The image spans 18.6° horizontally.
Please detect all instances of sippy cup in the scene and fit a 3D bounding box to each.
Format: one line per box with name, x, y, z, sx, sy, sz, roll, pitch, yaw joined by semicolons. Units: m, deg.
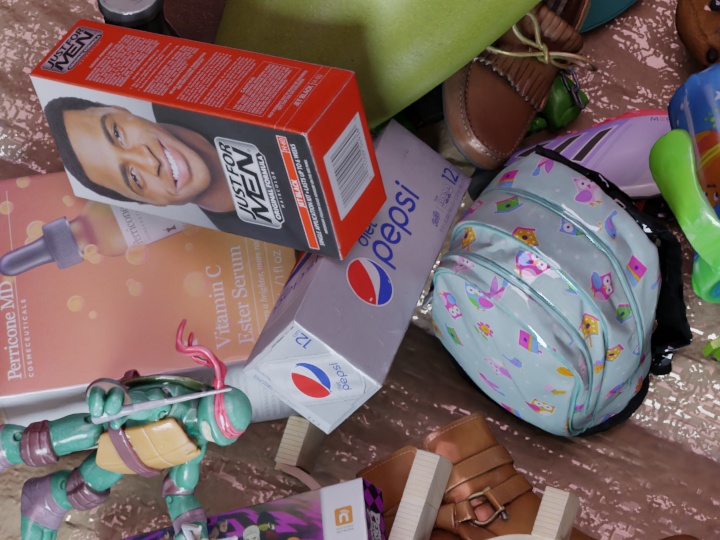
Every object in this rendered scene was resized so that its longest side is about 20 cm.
sippy cup;0.256;-0.065;1.377;0.139;0.178;0.131;-19;74;9

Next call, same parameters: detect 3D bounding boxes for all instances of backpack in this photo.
backpack;0.117;0.018;1.349;0.166;0.200;0.127;30;69;12

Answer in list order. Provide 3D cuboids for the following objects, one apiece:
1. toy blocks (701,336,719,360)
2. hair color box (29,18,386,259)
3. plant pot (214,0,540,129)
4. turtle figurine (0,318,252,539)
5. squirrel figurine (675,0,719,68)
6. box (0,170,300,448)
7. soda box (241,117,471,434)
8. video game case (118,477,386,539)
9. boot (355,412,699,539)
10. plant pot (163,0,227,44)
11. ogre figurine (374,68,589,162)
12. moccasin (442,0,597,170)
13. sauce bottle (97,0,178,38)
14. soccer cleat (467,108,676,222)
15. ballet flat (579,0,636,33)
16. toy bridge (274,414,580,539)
toy blocks;0.339;0.062;1.396;0.199;0.100;0.138;-26;79;-11
hair color box;-0.090;-0.079;1.303;0.199;0.102;0.061;14;49;30
plant pot;-0.003;-0.171;1.360;0.200;0.187;0.188;-49;68;26
turtle figurine;-0.132;0.109;1.299;0.199;0.150;0.101;-16;32;26
squirrel figurine;0.312;-0.186;1.496;0.185;0.142;0.201;6;51;15
box;-0.136;0.019;1.403;0.198;0.107;0.154;-9;66;-4
soda box;0.000;0.000;1.337;0.068;0.063;0.201;36;44;-11
video game case;-0.072;0.233;1.304;0.198;0.036;0.183;-15;63;19
boot;0.104;0.160;1.361;0.199;0.077;0.156;-23;67;1
plant pot;-0.057;-0.231;1.490;0.200;0.187;0.187;-42;71;-3
ogre figurine;0.042;-0.125;1.477;0.199;0.098;0.121;-23;85;7
moccasin;0.111;-0.151;1.414;0.074;0.077;0.202;43;56;-20
sauce bottle;-0.137;-0.116;1.411;0.065;0.201;0.067;0;60;0
soccer cleat;0.167;-0.072;1.464;0.198;0.068;0.074;-2;65;-5
ballet flat;0.192;-0.242;1.535;0.200;0.068;0.072;-41;39;4
toy bridge;0.036;0.143;1.326;0.199;0.027;0.068;14;77;26
